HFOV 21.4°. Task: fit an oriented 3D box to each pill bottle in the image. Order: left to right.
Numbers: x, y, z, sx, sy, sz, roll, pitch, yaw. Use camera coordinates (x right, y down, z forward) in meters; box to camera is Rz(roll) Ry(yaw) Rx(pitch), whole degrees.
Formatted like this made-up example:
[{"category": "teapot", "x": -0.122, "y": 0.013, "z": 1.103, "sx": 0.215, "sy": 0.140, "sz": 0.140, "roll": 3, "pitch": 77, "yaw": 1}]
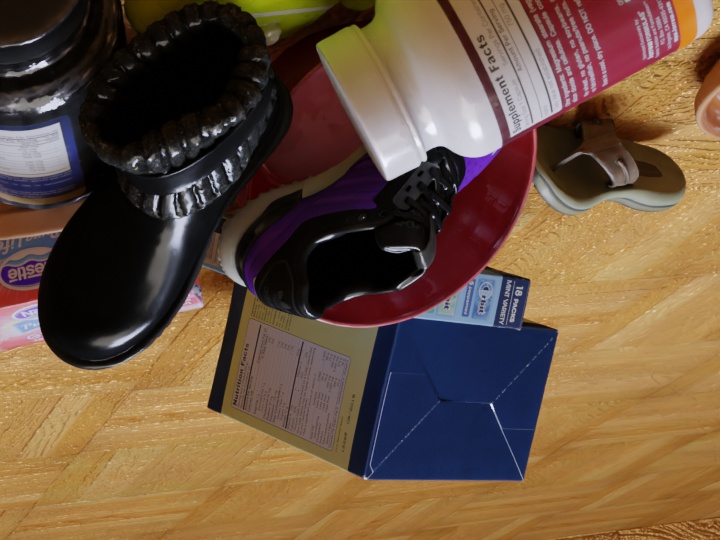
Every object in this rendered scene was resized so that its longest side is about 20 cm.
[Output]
[{"category": "pill bottle", "x": -0.179, "y": -0.116, "z": 1.016, "sx": 0.111, "sy": 0.112, "sz": 0.200, "roll": -9, "pitch": 162, "yaw": -6}, {"category": "pill bottle", "x": 0.081, "y": -0.134, "z": 1.042, "sx": 0.199, "sy": 0.113, "sz": 0.113, "roll": -28, "pitch": 163, "yaw": -1}]

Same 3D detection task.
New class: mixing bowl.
[{"category": "mixing bowl", "x": -0.001, "y": -0.078, "z": 1.189, "sx": 0.199, "sy": 0.108, "sz": 0.201, "roll": -14, "pitch": 123, "yaw": -23}]

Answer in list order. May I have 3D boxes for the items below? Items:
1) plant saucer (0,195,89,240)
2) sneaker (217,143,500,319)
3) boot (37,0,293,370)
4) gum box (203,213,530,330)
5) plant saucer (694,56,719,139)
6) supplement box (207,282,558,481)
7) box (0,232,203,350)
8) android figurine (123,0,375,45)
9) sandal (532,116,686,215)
[{"category": "plant saucer", "x": -0.179, "y": -0.061, "z": 1.192, "sx": 0.199, "sy": 0.032, "sz": 0.200, "roll": -10, "pitch": -166, "yaw": 3}, {"category": "sneaker", "x": 0.024, "y": -0.034, "z": 1.092, "sx": 0.200, "sy": 0.099, "sz": 0.070, "roll": -36, "pitch": 128, "yaw": -12}, {"category": "boot", "x": -0.115, "y": -0.042, "z": 1.008, "sx": 0.079, "sy": 0.212, "sz": 0.158, "roll": 31, "pitch": 180, "yaw": 4}, {"category": "gum box", "x": 0.000, "y": 0.000, "z": 1.458, "sx": 0.199, "sy": 0.045, "sz": 0.170, "roll": 6, "pitch": -173, "yaw": -38}, {"category": "plant saucer", "x": 0.336, "y": -0.148, "z": 1.371, "sx": 0.199, "sy": 0.038, "sz": 0.200, "roll": -11, "pitch": 163, "yaw": -3}, {"category": "supplement box", "x": 0.017, "y": 0.082, "z": 1.589, "sx": 0.199, "sy": 0.135, "sz": 0.199, "roll": 7, "pitch": -172, "yaw": -45}, {"category": "box", "x": -0.221, "y": -0.011, "z": 1.341, "sx": 0.199, "sy": 0.103, "sz": 0.095, "roll": -11, "pitch": 163, "yaw": 4}, {"category": "android figurine", "x": -0.048, "y": -0.161, "z": 1.038, "sx": 0.182, "sy": 0.041, "sz": 0.200, "roll": -13, "pitch": 166, "yaw": -44}, {"category": "sandal", "x": 0.181, "y": -0.087, "z": 1.423, "sx": 0.200, "sy": 0.080, "sz": 0.057, "roll": -2, "pitch": 145, "yaw": -46}]
